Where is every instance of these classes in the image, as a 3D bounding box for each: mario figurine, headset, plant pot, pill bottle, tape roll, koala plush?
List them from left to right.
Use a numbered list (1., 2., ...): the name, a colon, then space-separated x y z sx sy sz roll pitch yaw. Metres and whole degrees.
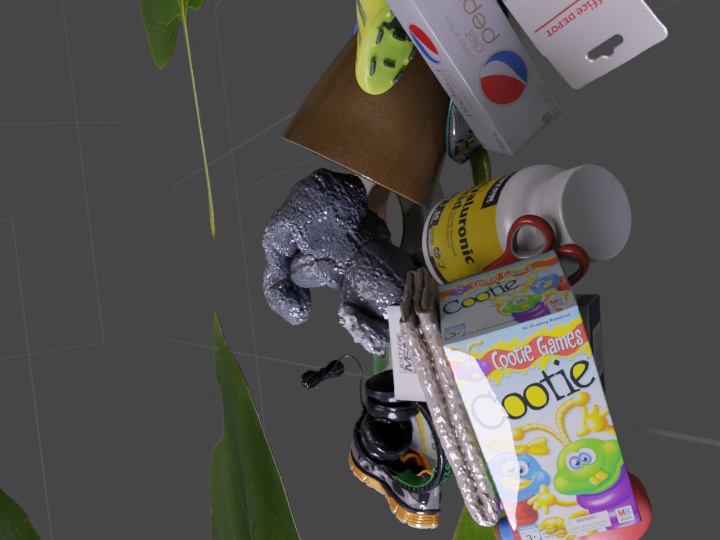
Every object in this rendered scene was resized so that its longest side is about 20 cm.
1. koala plush: 0.000 0.000 0.859 0.200 0.177 0.184 43 153 31
2. headset: 0.020 0.168 0.849 0.200 0.094 0.124 41 131 37
3. plant pot: 0.038 -0.197 0.836 0.186 0.186 0.201 35 100 55
4. tape roll: 0.046 -0.066 0.994 0.202 0.037 0.204 21 114 60
5. pill bottle: 0.153 -0.037 0.711 0.200 0.111 0.112 -15 83 62
6. mario figurine: 0.207 0.225 0.724 0.106 0.123 0.200 -63 14 -25

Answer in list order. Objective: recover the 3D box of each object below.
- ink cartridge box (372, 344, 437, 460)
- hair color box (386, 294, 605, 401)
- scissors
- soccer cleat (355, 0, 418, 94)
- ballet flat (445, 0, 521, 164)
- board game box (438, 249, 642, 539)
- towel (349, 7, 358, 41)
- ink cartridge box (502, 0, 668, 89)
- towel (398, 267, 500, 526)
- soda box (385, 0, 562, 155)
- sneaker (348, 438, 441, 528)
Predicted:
1. ink cartridge box: 0.098 0.138 0.888 0.200 0.087 0.146 8 103 60
2. hair color box: 0.130 0.076 0.729 0.199 0.060 0.101 -1 97 28
3. scissors: 0.118 0.013 0.674 0.073 0.014 0.200 44 140 -5
4. soccer cleat: 0.019 -0.277 0.734 0.083 0.064 0.202 23 112 45
5. ballet flat: 0.130 -0.205 0.772 0.072 0.072 0.202 35 128 55
6. board game box: 0.142 0.105 0.605 0.103 0.104 0.201 -79 -31 -66
7. towel: 0.040 -0.322 0.957 0.200 0.024 0.146 51 138 46
8. ink cartridge box: 0.170 -0.263 0.618 0.200 0.067 0.116 51 154 -9
9. towel: 0.076 0.104 0.644 0.133 0.034 0.201 -66 -43 -74
10. soda box: 0.102 -0.206 0.694 0.200 0.068 0.064 51 176 -22
11. sneaker: 0.053 0.272 1.034 0.200 0.078 0.078 28 108 54
